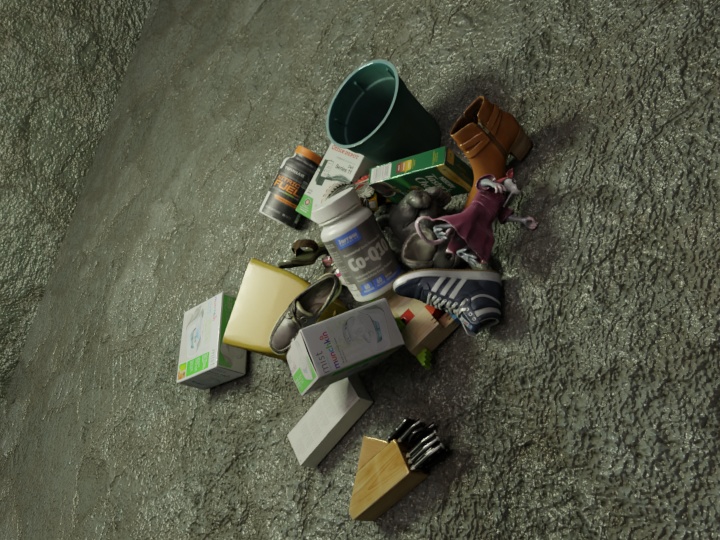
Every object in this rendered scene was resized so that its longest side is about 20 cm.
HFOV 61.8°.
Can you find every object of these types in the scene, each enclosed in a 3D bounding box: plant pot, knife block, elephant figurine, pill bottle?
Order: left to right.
[{"bbox_3d":[-0.174,-0.219,1.559,0.106,0.106,0.202,27,91,47],"label":"pill bottle"},{"bbox_3d":[-0.143,0.109,1.331,0.198,0.195,0.197,13,80,29],"label":"plant pot"},{"bbox_3d":[-0.007,-0.052,1.176,0.113,0.201,0.114,-28,13,7],"label":"pill bottle"},{"bbox_3d":[0.061,-0.313,1.309,0.199,0.195,0.203,-20,59,36],"label":"plant pot"},{"bbox_3d":[0.076,0.364,1.081,0.174,0.064,0.203,-1,71,44],"label":"knife block"},{"bbox_3d":[0.140,-0.050,1.175,0.155,0.140,0.202,-47,56,59],"label":"elephant figurine"}]

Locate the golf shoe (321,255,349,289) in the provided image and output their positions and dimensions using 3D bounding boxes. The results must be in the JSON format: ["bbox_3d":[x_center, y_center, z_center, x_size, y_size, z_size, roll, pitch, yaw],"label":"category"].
[{"bbox_3d":[0.000,0.000,1.329,0.199,0.072,0.093,-10,89,43],"label":"golf shoe"}]

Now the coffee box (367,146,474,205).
[{"bbox_3d":[0.126,-0.189,1.246,0.198,0.122,0.045,-8,65,40],"label":"coffee box"}]

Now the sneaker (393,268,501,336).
[{"bbox_3d":[0.158,0.059,1.082,0.197,0.070,0.110,-2,65,4],"label":"sneaker"}]

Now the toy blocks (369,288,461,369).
[{"bbox_3d":[0.117,0.071,1.169,0.137,0.100,0.200,-44,47,4],"label":"toy blocks"}]

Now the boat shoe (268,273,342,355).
[{"bbox_3d":[-0.116,0.081,1.205,0.073,0.065,0.201,37,83,9],"label":"boat shoe"}]

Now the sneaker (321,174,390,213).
[{"bbox_3d":[-0.006,-0.158,1.325,0.082,0.199,0.079,30,137,40],"label":"sneaker"}]

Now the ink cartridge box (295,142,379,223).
[{"bbox_3d":[-0.047,-0.197,1.443,0.146,0.083,0.202,30,93,46],"label":"ink cartridge box"}]

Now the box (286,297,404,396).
[{"bbox_3d":[-0.037,0.147,1.139,0.098,0.175,0.200,65,158,13],"label":"box"}]

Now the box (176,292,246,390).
[{"bbox_3d":[-0.381,0.188,1.573,0.175,0.096,0.202,-24,55,37],"label":"box"}]

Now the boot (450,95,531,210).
[{"bbox_3d":[0.223,-0.209,1.130,0.201,0.154,0.077,-54,36,10],"label":"boot"}]

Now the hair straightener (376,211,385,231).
[{"bbox_3d":[0.016,-0.090,1.328,0.200,0.076,0.041,-90,6,-67],"label":"hair straightener"}]

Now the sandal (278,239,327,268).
[{"bbox_3d":[-0.128,-0.048,1.382,0.079,0.201,0.058,-8,106,28],"label":"sandal"}]

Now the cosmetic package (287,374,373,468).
[{"bbox_3d":[-0.065,0.310,1.252,0.200,0.050,0.083,-50,42,15],"label":"cosmetic package"}]

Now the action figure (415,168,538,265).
[{"bbox_3d":[0.222,-0.104,1.095,0.148,0.134,0.201,10,55,50],"label":"action figure"}]
